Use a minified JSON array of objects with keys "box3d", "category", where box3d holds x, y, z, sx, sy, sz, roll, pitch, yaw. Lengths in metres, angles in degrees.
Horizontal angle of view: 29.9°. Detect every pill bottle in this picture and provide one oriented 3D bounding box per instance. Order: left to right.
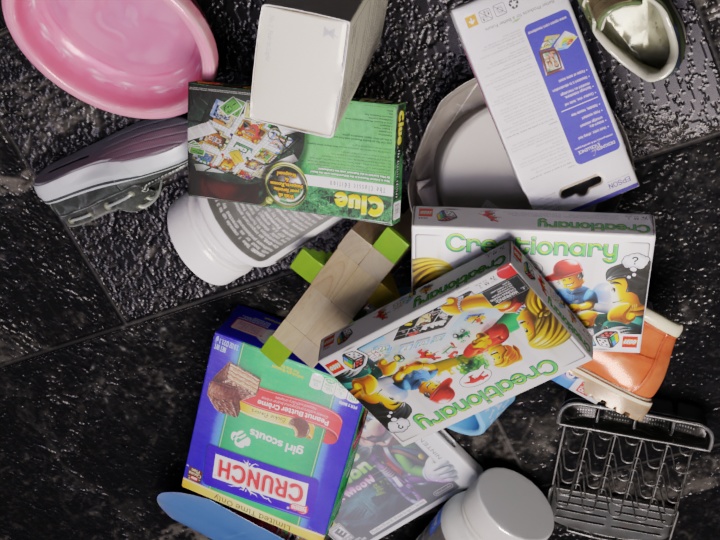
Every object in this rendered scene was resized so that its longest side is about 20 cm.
[{"box3d":[-0.079,-0.074,1.258,0.200,0.114,0.114,-31,110,27],"category":"pill bottle"},{"box3d":[0.116,0.309,1.445,0.114,0.114,0.200,29,124,-6],"category":"pill bottle"}]

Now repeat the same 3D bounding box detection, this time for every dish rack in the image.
[{"box3d":[0.269,0.211,1.390,0.153,0.055,0.200,10,123,7],"category":"dish rack"}]

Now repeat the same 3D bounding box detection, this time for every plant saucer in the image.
[{"box3d":[-0.218,-0.221,1.205,0.200,0.051,0.201,13,147,9],"category":"plant saucer"}]

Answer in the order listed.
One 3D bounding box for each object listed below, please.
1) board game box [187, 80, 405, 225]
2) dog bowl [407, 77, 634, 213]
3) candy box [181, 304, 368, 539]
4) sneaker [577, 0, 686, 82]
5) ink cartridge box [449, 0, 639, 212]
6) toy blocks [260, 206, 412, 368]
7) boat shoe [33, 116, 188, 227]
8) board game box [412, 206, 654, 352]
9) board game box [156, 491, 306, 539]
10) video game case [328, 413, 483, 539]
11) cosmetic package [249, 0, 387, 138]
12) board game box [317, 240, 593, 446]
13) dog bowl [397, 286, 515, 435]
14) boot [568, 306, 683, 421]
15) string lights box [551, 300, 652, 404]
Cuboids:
[{"box3d":[-0.059,-0.103,1.165,0.200,0.023,0.105,10,105,22],"category":"board game box"},{"box3d":[0.140,-0.082,1.201,0.200,0.059,0.200,0,101,2],"category":"dog bowl"},{"box3d":[-0.084,0.161,1.403,0.169,0.077,0.200,20,118,10],"category":"candy box"},{"box3d":[0.206,-0.239,1.106,0.067,0.090,0.200,-30,111,27],"category":"sneaker"},{"box3d":[0.156,-0.147,1.141,0.095,0.037,0.200,-22,97,4],"category":"ink cartridge box"},{"box3d":[0.000,0.000,1.277,0.100,0.137,0.200,39,125,3],"category":"toy blocks"},{"box3d":[-0.225,-0.094,1.314,0.200,0.072,0.071,-13,127,31],"category":"boat shoe"},{"box3d":[0.144,0.008,1.150,0.200,0.035,0.126,2,127,6],"category":"board game box"},{"box3d":[-0.131,0.281,1.516,0.200,0.039,0.158,31,154,-13],"category":"board game box"},{"box3d":[0.001,0.208,1.466,0.200,0.023,0.182,-36,108,28],"category":"video game case"},{"box3d":[-0.028,-0.203,1.116,0.073,0.200,0.104,14,122,6],"category":"cosmetic package"},{"box3d":[0.080,0.067,1.149,0.200,0.035,0.126,-29,121,27],"category":"board game box"},{"box3d":[0.081,0.094,1.309,0.111,0.050,0.200,19,154,31],"category":"dog bowl"},{"box3d":[0.195,0.044,1.235,0.200,0.075,0.107,28,100,2],"category":"boot"},{"box3d":[0.170,0.033,1.299,0.200,0.059,0.103,28,120,-5],"category":"string lights box"}]
